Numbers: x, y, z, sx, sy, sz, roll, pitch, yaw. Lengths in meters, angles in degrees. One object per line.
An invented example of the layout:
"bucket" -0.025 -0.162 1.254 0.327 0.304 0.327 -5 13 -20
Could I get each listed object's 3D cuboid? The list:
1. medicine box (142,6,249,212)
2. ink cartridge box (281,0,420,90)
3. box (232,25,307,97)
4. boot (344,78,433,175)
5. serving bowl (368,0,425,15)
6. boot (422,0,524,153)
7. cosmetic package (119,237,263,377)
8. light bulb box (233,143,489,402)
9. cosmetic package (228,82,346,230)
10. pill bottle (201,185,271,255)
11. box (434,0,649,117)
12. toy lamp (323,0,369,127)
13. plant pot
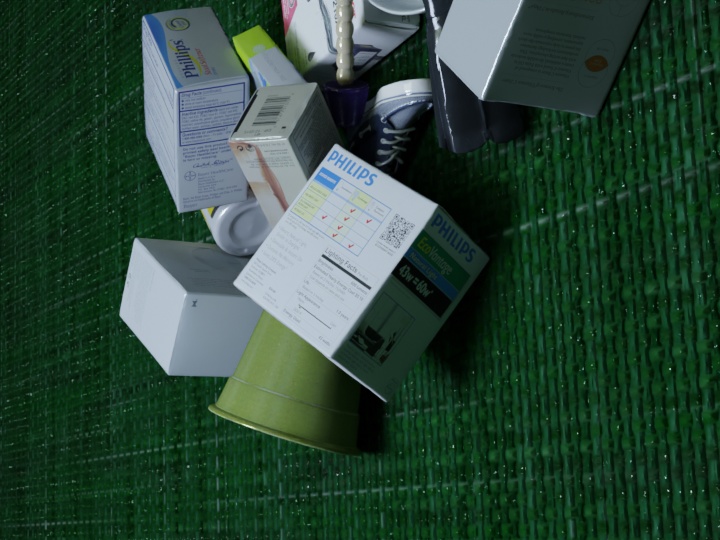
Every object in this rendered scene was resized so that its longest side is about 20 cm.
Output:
"medicine box" -0.220 -0.215 1.881 0.183 0.102 0.202 -118 25 -44
"ink cartridge box" -0.017 -0.332 1.781 0.199 0.083 0.147 -29 63 55
"box" -0.091 -0.207 1.779 0.200 0.047 0.123 54 165 44
"boot" 0.042 -0.164 1.691 0.200 0.072 0.092 159 106 -66
"serving bowl" 0.074 -0.394 1.631 0.198 0.065 0.203 2 93 40
"boot" 0.148 -0.237 1.489 0.066 0.162 0.203 -121 20 -80
"cosmetic package" -0.197 0.053 1.931 0.200 0.197 0.125 37 117 55
"light bulb box" 0.000 0.000 1.579 0.201 0.125 0.198 -53 46 -3
"cosmetic package" -0.069 -0.113 1.685 0.086 0.201 0.104 0 44 27
"pill bottle" -0.186 -0.124 2.016 0.201 0.110 0.112 60 135 42
"box" 0.186 -0.268 1.371 0.107 0.151 0.202 53 130 46
"toy lamp" -0.017 -0.269 1.654 0.058 0.058 0.203 34 129 55
"plant pot" -0.066 0.108 1.749 0.199 0.198 0.192 14 86 58
